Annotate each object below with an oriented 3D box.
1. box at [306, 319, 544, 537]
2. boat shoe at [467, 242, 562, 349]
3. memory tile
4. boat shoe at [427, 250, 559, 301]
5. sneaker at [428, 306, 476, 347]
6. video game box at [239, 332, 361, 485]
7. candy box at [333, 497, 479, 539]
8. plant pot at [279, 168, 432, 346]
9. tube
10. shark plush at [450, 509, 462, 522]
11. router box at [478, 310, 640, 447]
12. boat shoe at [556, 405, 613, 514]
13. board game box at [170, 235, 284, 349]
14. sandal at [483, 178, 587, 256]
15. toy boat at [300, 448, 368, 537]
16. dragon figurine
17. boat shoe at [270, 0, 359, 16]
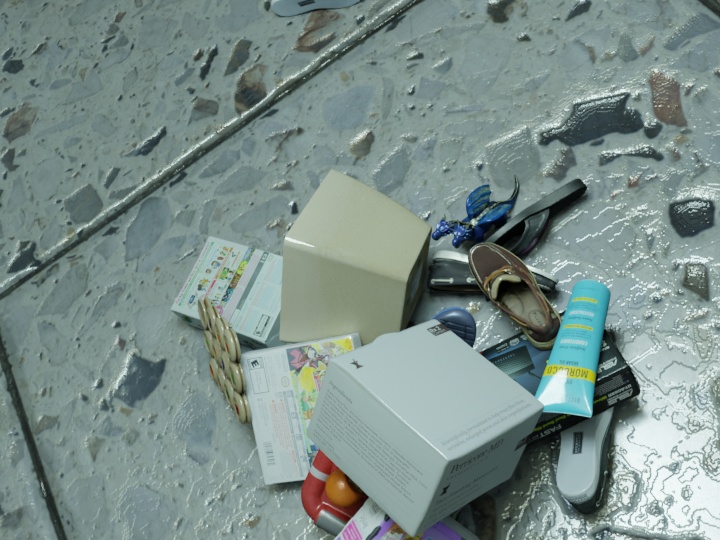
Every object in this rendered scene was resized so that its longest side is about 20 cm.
[{"bbox_3d":[0.078,0.185,1.165,0.200,0.199,0.131,38,126,31],"label":"box"},{"bbox_3d":[0.208,0.022,1.310,0.072,0.072,0.200,-38,52,8],"label":"boat shoe"},{"bbox_3d":[-0.210,0.134,1.446,0.017,0.154,0.200,-13,21,-19],"label":"memory tile"},{"bbox_3d":[0.193,0.017,1.407,0.199,0.074,0.061,11,75,23],"label":"boat shoe"},{"bbox_3d":[0.118,0.102,1.330,0.074,0.200,0.082,21,53,4],"label":"sneaker"},{"bbox_3d":[-0.071,0.203,1.381,0.182,0.047,0.201,-10,93,20],"label":"video game box"},{"bbox_3d":[0.042,0.388,1.200,0.200,0.168,0.072,-50,20,1],"label":"candy box"},{"bbox_3d":[0.000,0.000,1.409,0.176,0.200,0.200,16,40,11],"label":"plant pot"},{"bbox_3d":[0.280,0.103,1.226,0.077,0.050,0.200,-1,49,32],"label":"tube"},{"bbox_3d":[0.108,0.324,1.273,0.200,0.083,0.091,-37,55,1],"label":"shark plush"},{"bbox_3d":[0.256,0.144,1.286,0.200,0.062,0.150,-28,35,7],"label":"router box"},{"bbox_3d":[0.300,0.228,1.254,0.068,0.057,0.200,-7,43,32],"label":"boat shoe"},{"bbox_3d":[-0.195,0.039,1.567,0.199,0.064,0.148,17,71,28],"label":"board game box"},{"bbox_3d":[0.261,-0.066,1.425,0.200,0.075,0.048,-34,73,3],"label":"sandal"},{"bbox_3d":[-0.009,0.280,1.280,0.130,0.131,0.201,26,102,11],"label":"toy boat"},{"bbox_3d":[0.191,-0.088,1.437,0.200,0.100,0.059,-40,68,-17],"label":"dragon figurine"},{"bbox_3d":[-0.081,-0.546,1.832,0.199,0.070,0.066,-7,63,28],"label":"boat shoe"}]
